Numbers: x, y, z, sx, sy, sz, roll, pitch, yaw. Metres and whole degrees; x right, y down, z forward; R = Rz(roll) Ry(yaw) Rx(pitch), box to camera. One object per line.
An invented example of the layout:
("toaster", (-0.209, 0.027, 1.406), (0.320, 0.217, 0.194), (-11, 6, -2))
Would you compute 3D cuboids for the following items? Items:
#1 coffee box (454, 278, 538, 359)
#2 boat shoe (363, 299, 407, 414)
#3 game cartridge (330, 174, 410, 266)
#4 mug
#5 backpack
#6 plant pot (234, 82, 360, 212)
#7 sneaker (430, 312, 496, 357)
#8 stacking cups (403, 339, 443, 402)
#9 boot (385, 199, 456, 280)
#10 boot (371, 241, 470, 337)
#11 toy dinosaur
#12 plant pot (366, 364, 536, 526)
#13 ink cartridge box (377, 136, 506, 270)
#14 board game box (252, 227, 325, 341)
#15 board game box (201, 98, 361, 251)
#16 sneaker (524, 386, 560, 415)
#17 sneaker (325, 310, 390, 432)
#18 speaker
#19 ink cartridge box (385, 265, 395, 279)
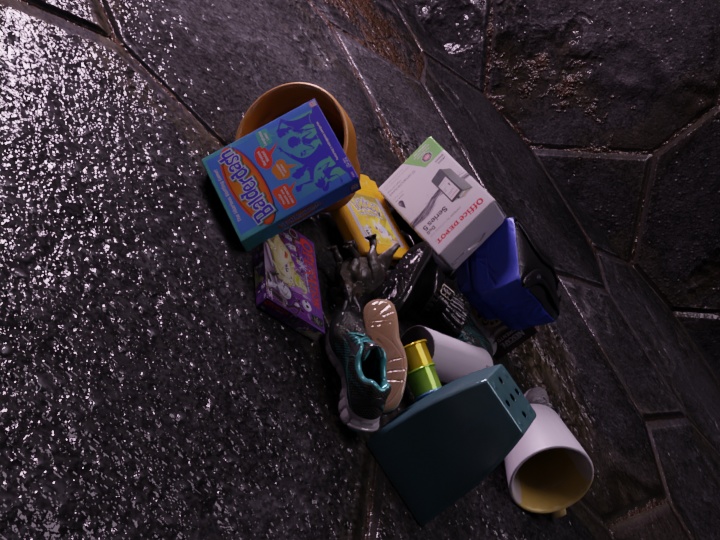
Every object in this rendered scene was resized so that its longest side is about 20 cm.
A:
("coffee box", (0.270, 0.069, 1.771), (0.200, 0.113, 0.080), (47, 24, -11))
("boat shoe", (0.037, 0.140, 1.316), (0.065, 0.070, 0.203), (77, 5, -50))
("game cartridge", (0.008, -0.100, 1.553), (0.175, 0.032, 0.203), (8, 52, -54))
("mug", (0.311, 0.333, 1.502), (0.146, 0.190, 0.154), (8, 28, -12))
("backpack", (0.287, 0.017, 1.624), (0.199, 0.166, 0.166), (35, 49, -42))
("plant pot", (-0.083, -0.181, 1.411), (0.202, 0.198, 0.183), (60, 11, 19))
("sneaker", (0.190, 0.120, 1.612), (0.199, 0.077, 0.092), (41, 31, -18))
("stacking cups", (0.116, 0.213, 1.343), (0.060, 0.060, 0.203), (5, 59, -58))
("boot", (0.111, -0.074, 1.721), (0.168, 0.076, 0.202), (39, 20, -35))
("boot", (0.112, 0.066, 1.485), (0.159, 0.079, 0.212), (55, 46, -17))
("toy dinosaur", (0.000, 0.000, 1.408), (0.199, 0.076, 0.105), (-24, 103, -56))
("plant pot", (0.142, 0.232, 1.214), (0.142, 0.199, 0.141), (54, 24, 8))
("ink cartridge box", (0.152, -0.126, 1.584), (0.200, 0.145, 0.084), (49, 5, 32))
("board game box", (-0.112, 0.003, 1.287), (0.120, 0.032, 0.202), (39, 27, -37))
("board game box", (-0.119, -0.144, 1.268), (0.154, 0.197, 0.045), (60, -3, 19))
("sneaker", (0.366, 0.291, 1.678), (0.075, 0.082, 0.201), (46, 25, -11))
("sneaker", (0.005, 0.126, 1.209), (0.076, 0.092, 0.202), (8, 43, -26))
("speaker", (0.150, 0.156, 1.480), (0.198, 0.081, 0.082), (22, 37, -48))
("ink cartridge box", (0.039, -0.023, 1.581), (0.202, 0.037, 0.094), (59, 25, 9))
